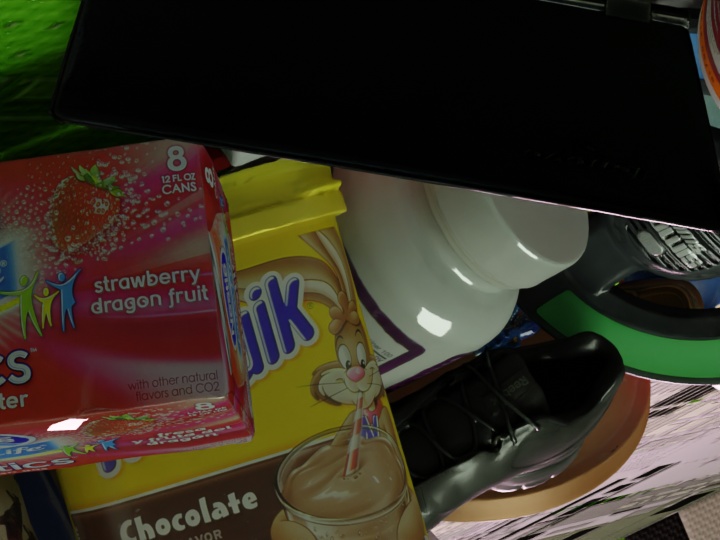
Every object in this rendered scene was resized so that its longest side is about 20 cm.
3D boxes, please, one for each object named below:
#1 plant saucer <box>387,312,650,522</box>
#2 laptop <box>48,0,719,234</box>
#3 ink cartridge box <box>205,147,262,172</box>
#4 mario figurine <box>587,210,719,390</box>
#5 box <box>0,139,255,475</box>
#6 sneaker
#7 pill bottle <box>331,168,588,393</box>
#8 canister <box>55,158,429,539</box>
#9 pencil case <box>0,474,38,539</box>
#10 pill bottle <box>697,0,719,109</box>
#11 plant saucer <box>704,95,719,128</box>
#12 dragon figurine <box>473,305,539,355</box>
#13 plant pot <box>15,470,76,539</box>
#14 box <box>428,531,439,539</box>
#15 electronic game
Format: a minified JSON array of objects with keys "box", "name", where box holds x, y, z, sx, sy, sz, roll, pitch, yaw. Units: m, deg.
[{"box":[0.054,0.054,1.281,0.200,0.200,0.032,-17,131,-19],"name":"plant saucer"},{"box":[0.003,-0.036,0.756,0.187,0.116,0.200,10,155,-4],"name":"laptop"},{"box":[0.016,-0.076,0.966,0.161,0.050,0.200,-19,165,-9],"name":"ink cartridge box"},{"box":[0.180,-0.009,1.261,0.106,0.124,0.200,20,-173,18],"name":"mario figurine"},{"box":[-0.145,0.021,0.885,0.200,0.100,0.095,-7,166,2],"name":"box"},{"box":[0.038,0.075,1.098,0.200,0.076,0.091,-28,166,-35],"name":"sneaker"},{"box":[0.000,0.000,1.089,0.200,0.112,0.112,-28,165,32],"name":"pill bottle"},{"box":[-0.056,0.067,0.989,0.148,0.200,0.087,-17,180,-11],"name":"canister"},{"box":[-0.177,0.088,0.971,0.078,0.200,0.089,-23,166,12],"name":"pencil case"},{"box":[0.201,-0.120,0.940,0.113,0.113,0.200,-20,166,-7],"name":"pill bottle"},{"box":[0.223,-0.113,1.163,0.201,0.039,0.201,-20,167,-5],"name":"plant saucer"},{"box":[-0.006,0.028,1.223,0.200,0.100,0.059,-18,166,-16],"name":"dragon figurine"},{"box":[-0.173,0.116,1.118,0.180,0.200,0.200,-36,162,24],"name":"plant pot"},{"box":[-0.017,0.199,1.294,0.105,0.184,0.200,-30,122,17],"name":"box"},{"box":[0.149,-0.030,1.102,0.200,0.200,0.042,-30,-157,30],"name":"electronic game"}]
